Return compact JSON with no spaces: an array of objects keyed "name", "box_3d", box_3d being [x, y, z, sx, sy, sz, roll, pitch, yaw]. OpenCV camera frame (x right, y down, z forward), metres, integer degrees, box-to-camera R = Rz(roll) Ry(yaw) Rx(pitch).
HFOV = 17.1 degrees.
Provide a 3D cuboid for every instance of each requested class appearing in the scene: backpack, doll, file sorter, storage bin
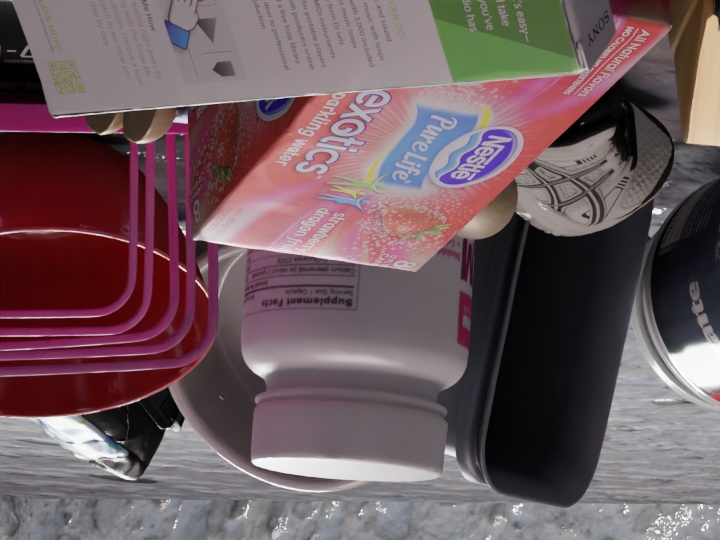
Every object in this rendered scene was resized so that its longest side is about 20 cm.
[{"name":"backpack","box_3d":[-0.198,0.024,1.539,0.154,0.163,0.200,16,168,22]},{"name":"doll","box_3d":[-0.016,-0.056,1.031,0.200,0.048,0.136,15,-178,-30]},{"name":"file sorter","box_3d":[-0.154,-0.024,1.159,0.139,0.125,0.200,-1,-174,-16]},{"name":"storage bin","box_3d":[0.066,0.018,1.325,0.134,0.200,0.146,10,175,36]}]

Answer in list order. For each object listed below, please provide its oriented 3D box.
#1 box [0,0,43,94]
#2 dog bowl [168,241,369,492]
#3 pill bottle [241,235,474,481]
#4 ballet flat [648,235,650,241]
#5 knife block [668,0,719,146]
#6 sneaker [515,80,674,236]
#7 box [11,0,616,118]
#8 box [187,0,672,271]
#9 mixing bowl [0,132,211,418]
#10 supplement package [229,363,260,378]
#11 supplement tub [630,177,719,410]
[{"name":"box","box_3d":[-0.094,-0.115,1.028,0.200,0.044,0.160,2,169,7]},{"name":"dog bowl","box_3d":[-0.033,0.047,1.465,0.200,0.200,0.059,0,-155,22]},{"name":"pill bottle","box_3d":[0.000,0.000,1.183,0.113,0.200,0.113,4,170,1]},{"name":"ballet flat","box_3d":[0.081,-0.011,1.465,0.200,0.073,0.073,4,170,14]},{"name":"knife block","box_3d":[0.149,-0.137,0.816,0.064,0.176,0.200,5,-146,0]},{"name":"sneaker","box_3d":[0.101,-0.066,1.142,0.088,0.076,0.200,-20,163,40]},{"name":"box","box_3d":[-0.031,-0.123,0.736,0.200,0.144,0.036,-1,-151,31]},{"name":"box","box_3d":[0.017,-0.086,0.869,0.103,0.095,0.200,8,152,-24]},{"name":"mixing bowl","box_3d":[-0.186,-0.010,1.374,0.200,0.108,0.200,-5,147,-4]},{"name":"supplement package","box_3d":[-0.023,0.035,1.621,0.109,0.114,0.200,-1,167,22]},{"name":"supplement tub","box_3d":[0.237,0.006,1.288,0.140,0.140,0.200,6,169,-13]}]
